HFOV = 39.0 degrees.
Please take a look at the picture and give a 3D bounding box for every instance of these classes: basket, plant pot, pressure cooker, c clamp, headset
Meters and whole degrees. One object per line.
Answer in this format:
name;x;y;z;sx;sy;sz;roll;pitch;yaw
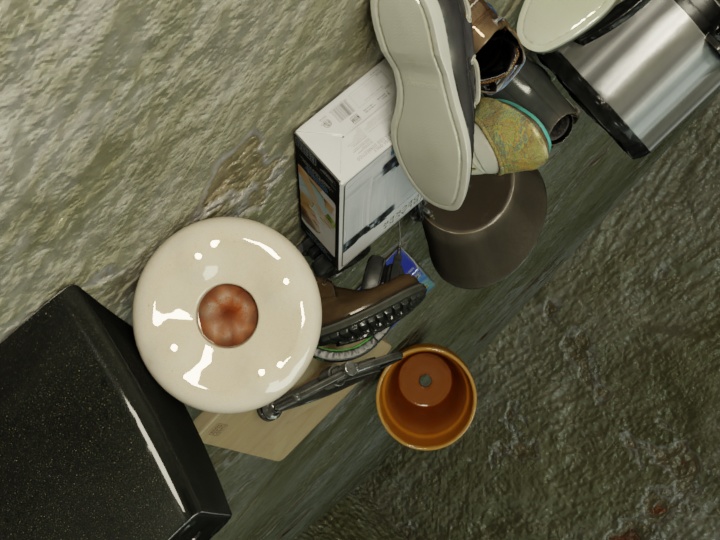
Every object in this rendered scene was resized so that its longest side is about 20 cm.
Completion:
basket;0.132;-0.077;1.169;0.182;0.135;0.200;-57;162;1
plant pot;-0.209;0.161;0.760;0.199;0.178;0.200;-42;166;-7
pressure cooker;0.304;-0.243;1.068;0.200;0.177;0.178;-43;171;15
c clamp;-0.044;0.119;1.053;0.169;0.028;0.199;-18;171;-34
headset;0.000;0.000;1.029;0.201;0.123;0.094;-50;174;-6
plant pot;0.132;0.238;2.052;0.200;0.200;0.183;-45;-178;8

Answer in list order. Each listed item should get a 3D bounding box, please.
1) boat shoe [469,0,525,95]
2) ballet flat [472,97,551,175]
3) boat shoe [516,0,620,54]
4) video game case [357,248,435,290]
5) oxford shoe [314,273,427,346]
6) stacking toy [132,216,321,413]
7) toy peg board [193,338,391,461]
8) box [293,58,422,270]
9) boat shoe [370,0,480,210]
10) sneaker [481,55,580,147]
boat shoe;0.096;-0.182;0.846;0.072;0.072;0.199;-47;167;14
ballet flat;0.095;-0.117;0.886;0.071;0.071;0.200;-43;-152;-1
boat shoe;0.225;-0.278;0.947;0.202;0.072;0.060;-49;162;4
video game case;0.013;0.064;1.428;0.200;0.045;0.181;-45;168;3
oxford shoe;-0.036;0.032;0.953;0.196;0.086;0.073;-17;165;3
stacking toy;-0.106;0.033;0.850;0.146;0.146;0.200;-42;-177;-3
toy peg board;-0.095;0.104;1.167;0.200;0.098;0.199;-46;151;6
box;0.005;-0.089;0.890;0.116;0.060;0.201;-40;167;-15
boat shoe;0.056;-0.137;0.752;0.060;0.073;0.202;-47;136;-33
sneaker;0.183;-0.170;1.077;0.075;0.106;0.199;-47;167;16
